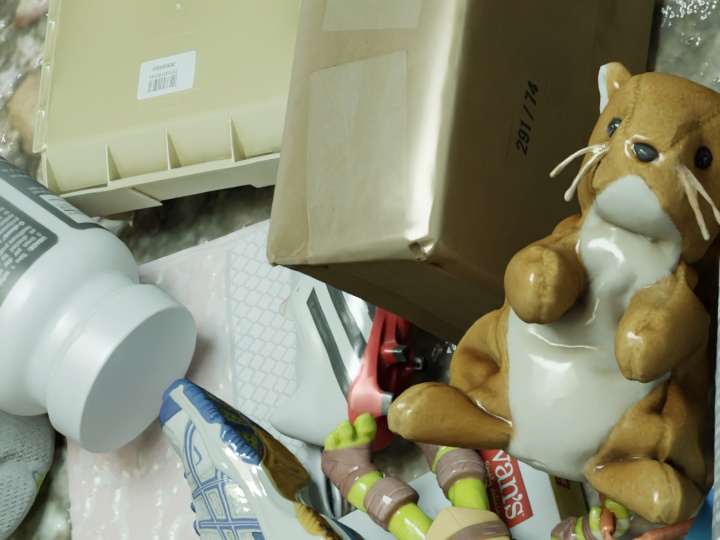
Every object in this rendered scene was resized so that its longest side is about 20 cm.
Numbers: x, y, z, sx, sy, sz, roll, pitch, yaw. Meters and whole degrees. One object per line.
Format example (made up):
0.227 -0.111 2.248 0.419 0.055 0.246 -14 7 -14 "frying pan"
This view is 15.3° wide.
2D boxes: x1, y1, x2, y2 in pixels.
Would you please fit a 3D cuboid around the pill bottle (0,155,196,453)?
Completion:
-0.195 0.009 1.479 0.200 0.116 0.116 34 95 23 "pill bottle"

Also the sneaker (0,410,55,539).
-0.231 0.075 1.583 0.105 0.076 0.201 -14 57 46 "sneaker"

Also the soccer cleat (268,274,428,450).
0.000 0.000 1.418 0.085 0.069 0.201 -1 70 27 "soccer cleat"

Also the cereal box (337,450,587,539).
0.032 0.181 1.350 0.200 0.039 0.144 -31 56 25 "cereal box"

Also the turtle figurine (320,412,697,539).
0.059 0.129 1.284 0.200 0.064 0.161 -27 50 -7 "turtle figurine"

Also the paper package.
0.054 -0.075 1.332 0.103 0.190 0.201 -3 73 34 "paper package"

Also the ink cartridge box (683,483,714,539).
0.252 0.087 1.188 0.145 0.084 0.200 29 92 40 "ink cartridge box"

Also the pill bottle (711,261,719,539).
0.202 0.078 1.100 0.114 0.114 0.201 -8 69 35 "pill bottle"

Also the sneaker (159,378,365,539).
-0.063 0.135 1.370 0.088 0.075 0.200 -50 46 8 "sneaker"

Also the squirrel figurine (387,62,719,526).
0.129 0.000 1.237 0.141 0.200 0.187 19 101 23 "squirrel figurine"

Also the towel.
-0.091 0.079 1.490 0.191 0.032 0.201 -22 60 30 "towel"

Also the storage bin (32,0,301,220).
-0.076 -0.135 1.520 0.200 0.094 0.199 -8 69 35 "storage bin"
